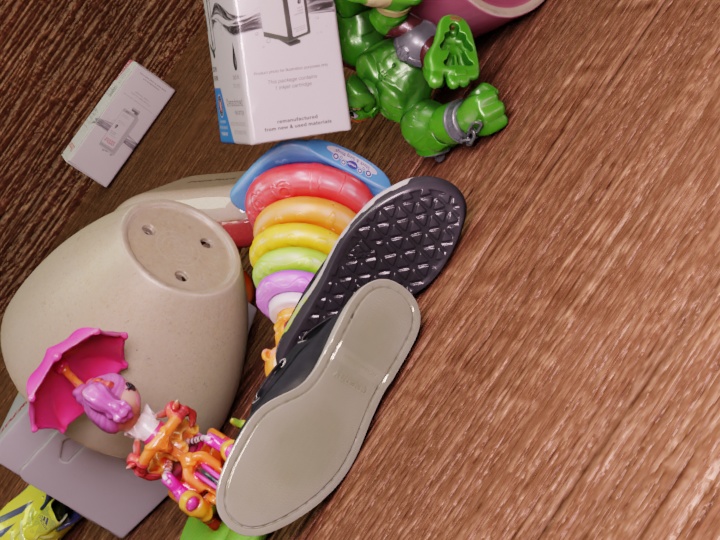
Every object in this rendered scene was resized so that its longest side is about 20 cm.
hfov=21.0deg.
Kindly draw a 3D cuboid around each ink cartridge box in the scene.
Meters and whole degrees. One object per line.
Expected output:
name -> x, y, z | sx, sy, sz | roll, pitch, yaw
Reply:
ink cartridge box -> -0.404, -0.246, 3.230 | 0.200, 0.083, 0.147 | -55, 14, 0
ink cartridge box -> -0.072, -0.203, 1.510 | 0.146, 0.084, 0.201 | -163, 64, -77
ink cartridge box -> -0.204, 0.097, 1.685 | 0.145, 0.144, 0.200 | -45, 17, 37

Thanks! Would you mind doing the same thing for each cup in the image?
cup -> -0.168, 0.027, 1.539 | 0.143, 0.200, 0.201 | -58, 10, 38

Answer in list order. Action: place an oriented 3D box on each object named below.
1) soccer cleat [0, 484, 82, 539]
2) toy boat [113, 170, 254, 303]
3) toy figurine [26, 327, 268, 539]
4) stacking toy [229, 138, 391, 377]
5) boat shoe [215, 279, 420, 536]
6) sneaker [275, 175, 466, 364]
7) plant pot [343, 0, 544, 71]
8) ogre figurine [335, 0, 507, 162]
soccer cleat -> -0.309, 0.243, 1.867 | 0.200, 0.065, 0.084 | -54, 17, 5
toy boat -> -0.132, -0.019, 1.781 | 0.199, 0.131, 0.130 | -4, 11, 29
toy figurine -> -0.156, 0.119, 1.404 | 0.150, 0.184, 0.200 | -56, 15, -5
stacking toy -> -0.046, 0.007, 1.508 | 0.110, 0.116, 0.201 | -39, 33, 45
boat shoe -> -0.035, 0.093, 1.296 | 0.200, 0.074, 0.066 | -60, 13, -19
sneaker -> 0.000, 0.000, 1.394 | 0.200, 0.072, 0.083 | -49, 14, 23
plant pot -> 0.062, -0.263, 1.586 | 0.179, 0.200, 0.200 | 3, 58, 56
ogre figurine -> 0.035, -0.162, 1.492 | 0.098, 0.200, 0.120 | -50, -10, -30
